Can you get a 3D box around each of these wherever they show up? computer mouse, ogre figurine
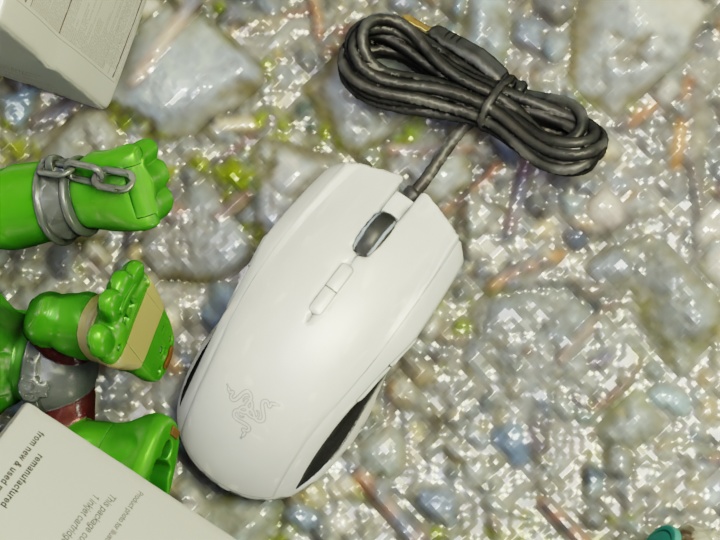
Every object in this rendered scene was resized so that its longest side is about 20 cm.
[{"bbox_3d":[0.000,0.000,1.110,0.109,0.044,0.201,33,89,8],"label":"computer mouse"},{"bbox_3d":[-0.131,0.043,1.098,0.119,0.201,0.098,12,42,21],"label":"ogre figurine"}]

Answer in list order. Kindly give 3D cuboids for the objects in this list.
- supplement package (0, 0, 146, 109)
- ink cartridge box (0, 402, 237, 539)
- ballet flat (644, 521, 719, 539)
[{"bbox_3d":[-0.144,-0.143,1.067,0.109,0.200,0.114,19,86,7],"label":"supplement package"},{"bbox_3d":[-0.081,0.166,1.046,0.200,0.083,0.147,34,129,0],"label":"ink cartridge box"},{"bbox_3d":[0.089,0.189,1.082,0.072,0.072,0.200,38,90,8],"label":"ballet flat"}]
